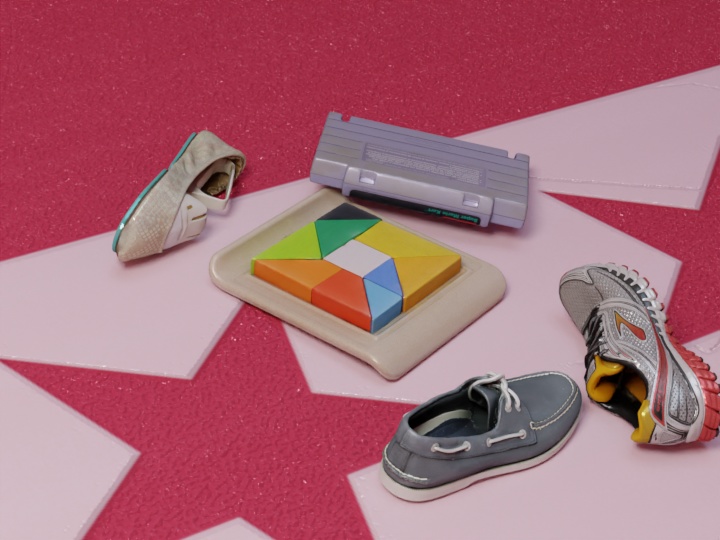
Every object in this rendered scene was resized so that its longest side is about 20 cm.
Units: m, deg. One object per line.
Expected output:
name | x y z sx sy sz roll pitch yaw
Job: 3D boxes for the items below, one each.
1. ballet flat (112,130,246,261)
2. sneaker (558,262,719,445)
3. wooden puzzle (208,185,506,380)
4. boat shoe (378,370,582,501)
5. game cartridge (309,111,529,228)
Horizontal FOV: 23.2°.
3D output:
ballet flat | -0.151 -0.064 1.533 0.062 0.068 0.200 24 37 4
sneaker | 0.213 0.064 1.426 0.082 0.078 0.200 -9 39 -22
wooden puzzle | 0.000 0.000 1.500 0.200 0.037 0.185 29 40 25
boat shoe | 0.101 0.114 1.344 0.200 0.062 0.073 -20 45 -34
game cartridge | 0.057 -0.092 1.624 0.199 0.038 0.130 13 30 1
